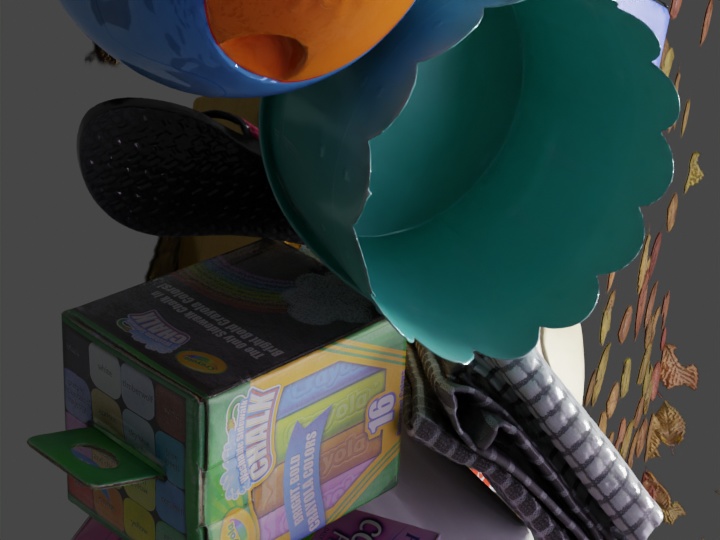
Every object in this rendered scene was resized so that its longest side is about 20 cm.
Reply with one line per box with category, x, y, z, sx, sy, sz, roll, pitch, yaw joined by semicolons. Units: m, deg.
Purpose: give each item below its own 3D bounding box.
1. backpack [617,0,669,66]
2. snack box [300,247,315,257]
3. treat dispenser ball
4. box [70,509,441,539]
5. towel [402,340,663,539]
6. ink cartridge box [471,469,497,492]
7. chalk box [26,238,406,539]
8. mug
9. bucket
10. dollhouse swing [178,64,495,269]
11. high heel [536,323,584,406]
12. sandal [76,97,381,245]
backpack;0.098;-0.157;1.280;0.162;0.199;0.170;19;87;-57
snack box;-0.014;0.052;1.329;0.200;0.037;0.118;19;82;-72
treat dispenser ball;-0.056;-0.181;0.791;0.201;0.199;0.203;12;90;-72
box;-0.061;0.227;1.037;0.097;0.198;0.178;-52;150;-52
towel;0.094;0.098;1.060;0.085;0.166;0.200;-40;-168;4
ink cartridge box;0.058;0.123;1.231;0.199;0.108;0.051;14;89;-50
chalk box;-0.085;0.082;0.948;0.199;0.124;0.125;-22;127;-39
mug;-0.001;0.160;1.117;0.154;0.186;0.150;53;57;-22
bucket;0.051;-0.070;0.916;0.205;0.135;0.209;-15;121;-26
dollhouse swing;0.008;-0.062;1.105;0.200;0.174;0.184;-33;132;-67
high heel;0.085;0.043;1.266;0.071;0.142;0.202;-13;85;-53
sandal;-0.077;-0.055;0.964;0.199;0.045;0.075;12;121;-39
